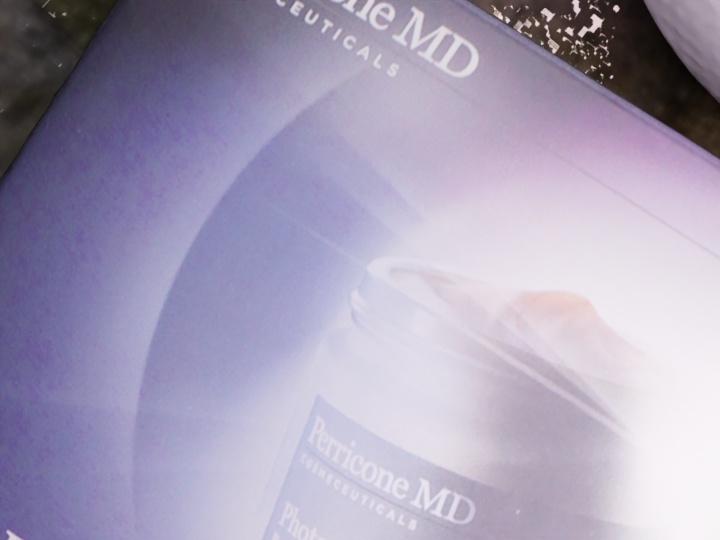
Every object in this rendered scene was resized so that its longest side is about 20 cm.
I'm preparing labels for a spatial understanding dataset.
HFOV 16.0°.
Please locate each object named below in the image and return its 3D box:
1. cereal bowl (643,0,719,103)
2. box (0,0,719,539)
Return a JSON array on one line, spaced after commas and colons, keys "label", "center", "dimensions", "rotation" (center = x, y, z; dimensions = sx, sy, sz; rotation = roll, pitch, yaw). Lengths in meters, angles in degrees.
[{"label": "cereal bowl", "center": [0.175, -0.120, 0.717], "dimensions": [0.200, 0.083, 0.200], "rotation": [-2, 96, -16]}, {"label": "box", "center": [0.001, 0.043, 0.601], "dimensions": [0.200, 0.123, 0.198], "rotation": [32, 87, 6]}]
